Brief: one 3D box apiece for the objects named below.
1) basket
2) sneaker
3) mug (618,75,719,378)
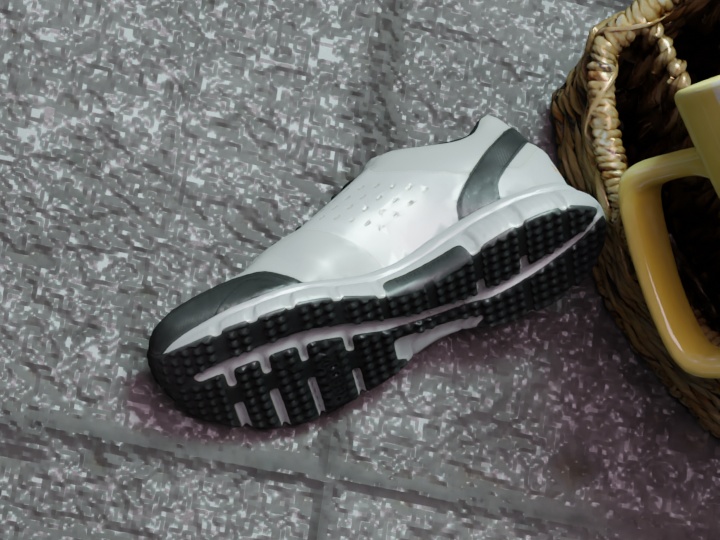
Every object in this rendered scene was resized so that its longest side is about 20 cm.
[{"bbox_3d":[0.177,-0.035,1.209,0.142,0.149,0.201,-25,82,-20],"label":"basket"},{"bbox_3d":[0.000,0.000,1.206,0.199,0.074,0.080,-21,51,-15],"label":"sneaker"},{"bbox_3d":[0.207,-0.017,1.118,0.149,0.186,0.154,-19,93,-18],"label":"mug"}]
